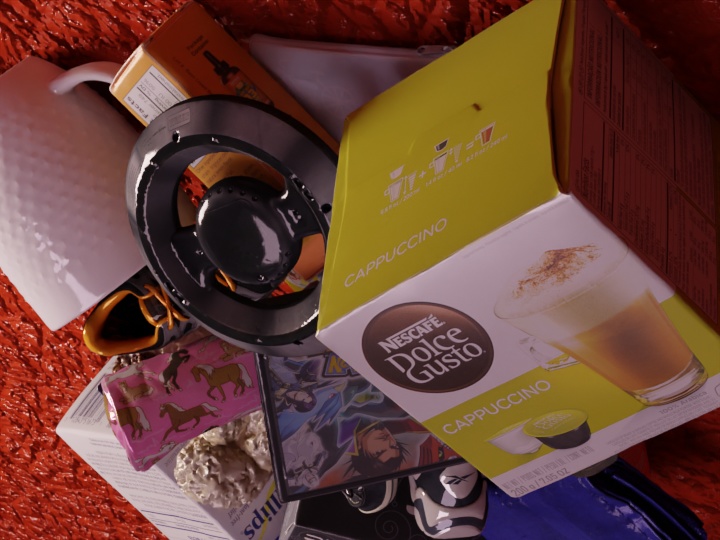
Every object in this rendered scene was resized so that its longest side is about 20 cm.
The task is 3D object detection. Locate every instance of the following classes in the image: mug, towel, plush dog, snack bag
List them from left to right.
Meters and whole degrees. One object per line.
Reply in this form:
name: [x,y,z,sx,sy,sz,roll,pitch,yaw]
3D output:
mug: [-0.214,-0.079,1.609,0.200,0.148,0.176,-33,99,35]
plush dog: [-0.112,0.066,1.735,0.171,0.201,0.161,32,144,-7]
snack bag: [0.015,-0.080,1.499,0.188,0.021,0.201,8,129,32]
towel: [0.183,0.205,1.757,0.148,0.050,0.200,40,150,-17]

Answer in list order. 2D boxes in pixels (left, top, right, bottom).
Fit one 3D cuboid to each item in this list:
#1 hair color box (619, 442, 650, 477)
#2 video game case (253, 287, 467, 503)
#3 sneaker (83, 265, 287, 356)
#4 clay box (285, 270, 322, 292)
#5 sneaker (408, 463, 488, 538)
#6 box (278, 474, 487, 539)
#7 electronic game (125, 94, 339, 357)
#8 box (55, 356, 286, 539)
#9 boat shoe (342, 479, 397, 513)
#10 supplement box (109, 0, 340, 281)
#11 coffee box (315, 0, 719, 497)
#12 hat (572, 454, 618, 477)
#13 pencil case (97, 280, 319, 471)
hair color box: [0.170,0.131,1.749,0.110,0.064,0.200,13,149,22]
video game case: [0.023,0.081,1.603,0.199,0.026,0.182,-12,126,-7]
sneaker: [-0.130,0.014,1.613,0.200,0.077,0.078,-33,93,32]
clay box: [0.000,0.000,1.670,0.114,0.048,0.200,-1,144,36]
sneaker: [0.058,0.114,1.757,0.079,0.200,0.130,-1,121,-8]
box: [0.039,0.207,1.887,0.199,0.123,0.106,14,156,-5]
electronic game: [-0.076,-0.028,1.462,0.199,0.042,0.201,16,127,22]
box: [-0.154,0.178,1.990,0.200,0.105,0.184,47,159,-21]
boat shoe: [-0.004,0.146,1.738,0.062,0.075,0.200,-16,156,-12]
supplement box: [-0.078,-0.090,1.493,0.200,0.067,0.069,46,140,-6]
coffee box: [0.113,-0.018,1.326,0.199,0.201,0.198,-29,125,32]
hat: [0.174,0.053,1.574,0.080,0.201,0.201,-17,157,-16]
pencil case: [-0.099,0.080,1.634,0.087,0.199,0.083,-120,6,-58]
